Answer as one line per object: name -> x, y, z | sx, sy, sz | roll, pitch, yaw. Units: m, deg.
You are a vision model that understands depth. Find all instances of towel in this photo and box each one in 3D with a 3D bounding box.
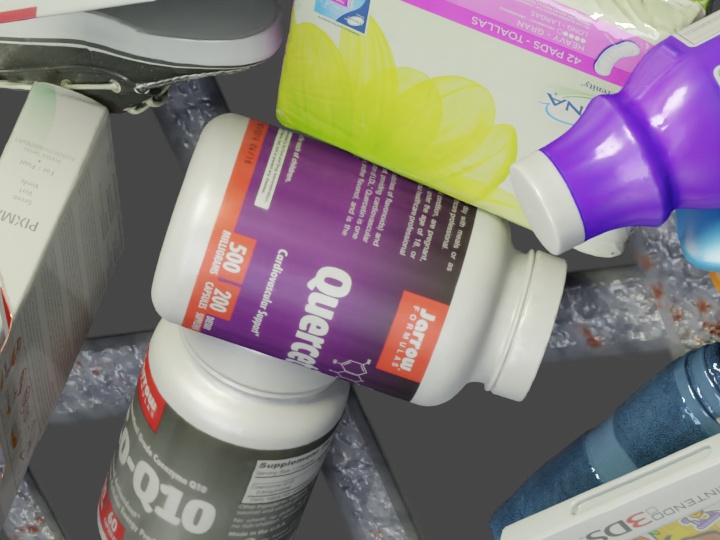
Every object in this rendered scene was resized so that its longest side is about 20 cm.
towel -> 0.161, 0.125, 1.558 | 0.112, 0.049, 0.200 | 42, 132, -5

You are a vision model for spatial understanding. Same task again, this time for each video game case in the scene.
video game case -> 0.204, 0.166, 1.528 | 0.181, 0.023, 0.200 | -27, 127, 30

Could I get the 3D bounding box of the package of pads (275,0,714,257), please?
package of pads -> 0.061, -0.105, 1.424 | 0.199, 0.068, 0.155 | 23, 135, 12

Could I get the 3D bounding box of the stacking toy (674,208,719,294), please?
stacking toy -> 0.226, 0.016, 1.426 | 0.109, 0.116, 0.201 | 1, 137, 21

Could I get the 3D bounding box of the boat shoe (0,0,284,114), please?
boat shoe -> -0.122, -0.119, 1.520 | 0.199, 0.071, 0.064 | 9, 127, 32

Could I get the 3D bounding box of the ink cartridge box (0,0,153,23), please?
ink cartridge box -> -0.121, -0.198, 1.372 | 0.144, 0.200, 0.084 | -6, 117, 31

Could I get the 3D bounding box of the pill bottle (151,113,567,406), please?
pill bottle -> 0.000, 0.000, 1.482 | 0.199, 0.113, 0.113 | 18, 131, -2

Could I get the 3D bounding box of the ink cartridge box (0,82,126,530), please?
ink cartridge box -> -0.182, 0.026, 1.533 | 0.050, 0.201, 0.161 | 19, 154, 8

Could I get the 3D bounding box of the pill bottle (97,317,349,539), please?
pill bottle -> -0.072, 0.082, 1.604 | 0.113, 0.114, 0.201 | 27, 131, 7

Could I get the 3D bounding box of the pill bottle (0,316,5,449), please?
pill bottle -> -0.288, 0.028, 1.680 | 0.199, 0.112, 0.113 | 19, 130, 14

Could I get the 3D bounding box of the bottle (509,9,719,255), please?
bottle -> 0.165, -0.072, 1.328 | 0.199, 0.065, 0.084 | -28, 119, -8
